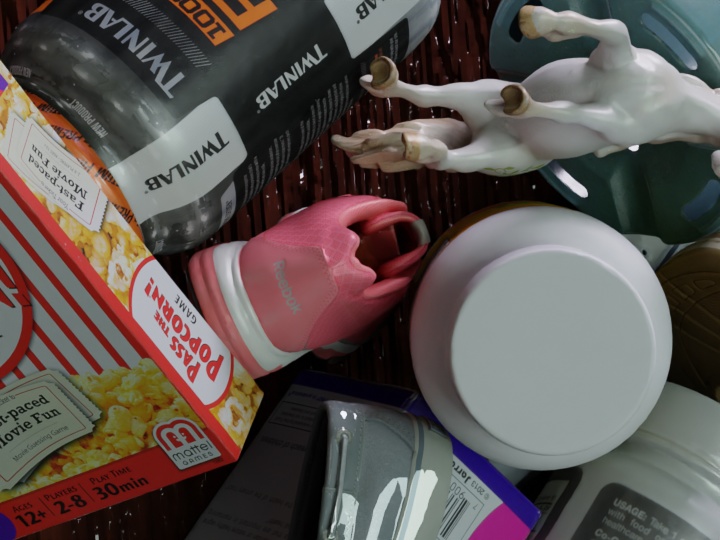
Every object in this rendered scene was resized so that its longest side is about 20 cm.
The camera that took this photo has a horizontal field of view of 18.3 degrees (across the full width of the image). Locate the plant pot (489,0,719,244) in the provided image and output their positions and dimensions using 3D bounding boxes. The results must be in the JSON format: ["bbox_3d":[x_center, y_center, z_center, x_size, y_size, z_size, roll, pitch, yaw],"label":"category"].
[{"bbox_3d":[0.177,-0.124,1.068,0.196,0.200,0.201,-40,115,-32],"label":"plant pot"}]

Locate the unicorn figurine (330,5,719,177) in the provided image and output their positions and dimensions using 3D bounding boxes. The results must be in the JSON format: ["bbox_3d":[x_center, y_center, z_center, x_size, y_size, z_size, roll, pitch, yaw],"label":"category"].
[{"bbox_3d":[0.094,-0.065,0.944,0.137,0.200,0.074,12,89,-44],"label":"unicorn figurine"}]

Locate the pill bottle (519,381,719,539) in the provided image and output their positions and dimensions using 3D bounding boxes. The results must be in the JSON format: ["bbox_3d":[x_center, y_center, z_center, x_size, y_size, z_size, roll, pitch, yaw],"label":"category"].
[{"bbox_3d":[0.120,0.158,1.066,0.114,0.114,0.200,44,71,-28],"label":"pill bottle"}]

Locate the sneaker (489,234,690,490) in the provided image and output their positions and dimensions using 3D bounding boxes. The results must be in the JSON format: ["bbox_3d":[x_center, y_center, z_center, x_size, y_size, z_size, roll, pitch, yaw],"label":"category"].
[{"bbox_3d":[0.111,0.029,1.140,0.071,0.073,0.200,38,83,11],"label":"sneaker"}]

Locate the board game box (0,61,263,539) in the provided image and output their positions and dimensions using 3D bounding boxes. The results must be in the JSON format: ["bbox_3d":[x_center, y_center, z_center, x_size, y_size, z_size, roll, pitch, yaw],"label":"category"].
[{"bbox_3d":[-0.158,0.015,0.907,0.200,0.151,0.046,53,33,-24],"label":"board game box"}]

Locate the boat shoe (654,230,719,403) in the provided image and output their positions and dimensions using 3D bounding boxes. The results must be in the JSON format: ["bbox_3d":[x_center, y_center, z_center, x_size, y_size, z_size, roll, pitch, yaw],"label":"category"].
[{"bbox_3d":[0.180,0.018,1.070,0.074,0.200,0.069,37,73,13],"label":"boat shoe"}]

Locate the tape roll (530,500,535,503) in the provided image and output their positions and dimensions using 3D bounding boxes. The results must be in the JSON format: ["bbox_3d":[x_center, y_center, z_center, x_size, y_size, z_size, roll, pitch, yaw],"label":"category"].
[{"bbox_3d":[0.087,0.221,1.147,0.200,0.048,0.201,-3,96,-33],"label":"tape roll"}]

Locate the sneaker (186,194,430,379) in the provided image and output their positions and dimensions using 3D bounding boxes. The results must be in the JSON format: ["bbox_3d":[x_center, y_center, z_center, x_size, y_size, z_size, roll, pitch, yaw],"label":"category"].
[{"bbox_3d":[0.000,0.000,0.999,0.074,0.087,0.200,67,21,-2],"label":"sneaker"}]

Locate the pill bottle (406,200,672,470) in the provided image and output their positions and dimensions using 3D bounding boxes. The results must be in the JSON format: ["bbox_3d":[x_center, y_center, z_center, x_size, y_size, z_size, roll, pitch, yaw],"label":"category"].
[{"bbox_3d":[0.076,0.027,0.973,0.111,0.200,0.112,0,93,0],"label":"pill bottle"}]

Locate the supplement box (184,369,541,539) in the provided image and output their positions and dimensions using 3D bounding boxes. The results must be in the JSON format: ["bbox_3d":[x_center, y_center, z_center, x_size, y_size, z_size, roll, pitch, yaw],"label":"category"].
[{"bbox_3d":[-0.025,0.159,1.035,0.101,0.103,0.200,45,69,-28],"label":"supplement box"}]

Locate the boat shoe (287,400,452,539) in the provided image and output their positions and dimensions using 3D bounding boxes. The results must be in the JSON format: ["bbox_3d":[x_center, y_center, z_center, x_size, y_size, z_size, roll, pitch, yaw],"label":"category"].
[{"bbox_3d":[-0.023,0.151,0.945,0.071,0.070,0.201,19,84,-15],"label":"boat shoe"}]

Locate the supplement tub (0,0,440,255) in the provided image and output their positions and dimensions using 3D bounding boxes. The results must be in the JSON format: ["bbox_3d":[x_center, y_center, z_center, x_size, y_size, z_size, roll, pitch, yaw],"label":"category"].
[{"bbox_3d":[-0.070,-0.092,0.970,0.200,0.122,0.123,-45,116,-23],"label":"supplement tub"}]
